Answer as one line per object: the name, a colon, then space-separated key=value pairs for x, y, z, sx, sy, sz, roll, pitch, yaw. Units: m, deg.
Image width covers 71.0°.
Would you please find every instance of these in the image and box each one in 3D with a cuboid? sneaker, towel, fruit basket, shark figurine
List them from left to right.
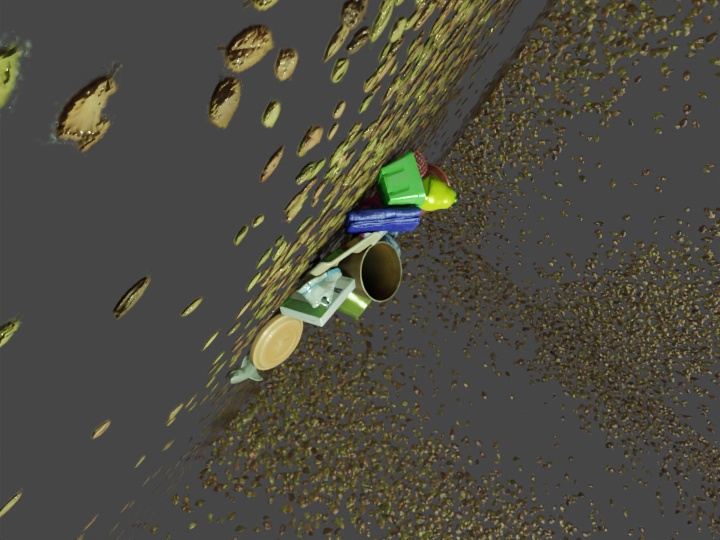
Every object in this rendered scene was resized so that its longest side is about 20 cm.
shark figurine: x=-0.325 y=0.294 z=1.585 sx=0.215 sy=0.089 sz=0.128 roll=-48 pitch=177 yaw=-33
sneaker: x=-0.104 y=0.055 z=1.452 sx=0.075 sy=0.087 sz=0.200 roll=-32 pitch=-179 yaw=32
towel: x=0.058 y=-0.129 z=1.386 sx=0.148 sy=0.198 sz=0.050 roll=115 pitch=-30 yaw=-75
sneaker: x=0.142 y=-0.310 z=1.607 sx=0.074 sy=0.081 sz=0.200 roll=-5 pitch=-142 yaw=52
fruit basket: x=0.157 y=-0.229 z=1.386 sx=0.214 sy=0.157 sz=0.216 roll=-16 pitch=174 yaw=-2

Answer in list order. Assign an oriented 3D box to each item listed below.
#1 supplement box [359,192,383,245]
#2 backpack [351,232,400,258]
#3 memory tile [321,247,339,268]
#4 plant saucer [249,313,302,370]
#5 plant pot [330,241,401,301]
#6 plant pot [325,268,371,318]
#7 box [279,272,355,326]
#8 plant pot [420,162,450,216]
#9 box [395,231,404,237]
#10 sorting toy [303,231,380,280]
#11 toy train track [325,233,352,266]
supplement box: x=0.056 y=-0.171 z=1.585 sx=0.104 sy=0.101 sz=0.200 roll=-53 pitch=178 yaw=28
backpack: x=0.062 y=-0.086 z=1.789 sx=0.135 sy=0.200 sz=0.183 roll=-50 pitch=177 yaw=-24
memory tile: x=-0.138 y=0.013 z=1.695 sx=0.200 sy=0.017 sz=0.153 roll=-52 pitch=177 yaw=23
plant saucer: x=-0.246 y=0.216 z=1.523 sx=0.200 sy=0.032 sz=0.201 roll=-40 pitch=148 yaw=-31
plant pot: x=0.000 y=0.000 z=1.644 sx=0.199 sy=0.187 sz=0.187 roll=3 pitch=-136 yaw=47
plant pot: x=-0.054 y=0.072 z=1.864 sx=0.201 sy=0.193 sz=0.200 roll=-52 pitch=-178 yaw=2
box: x=-0.124 y=0.077 z=1.502 sx=0.200 sy=0.143 sz=0.037 roll=-47 pitch=142 yaw=-44
plant pot: x=0.217 y=-0.294 z=1.947 sx=0.195 sy=0.201 sz=0.201 roll=-35 pitch=167 yaw=-49
box: x=0.068 y=-0.131 z=1.919 sx=0.199 sy=0.070 sz=0.064 roll=-31 pitch=169 yaw=2
sorting toy: x=-0.057 y=-0.044 z=1.429 sx=0.199 sy=0.037 sz=0.185 roll=-31 pitch=179 yaw=-27
toy train track: x=-0.053 y=-0.093 z=1.514 sx=0.114 sy=0.033 sz=0.201 roll=-18 pitch=147 yaw=-44
